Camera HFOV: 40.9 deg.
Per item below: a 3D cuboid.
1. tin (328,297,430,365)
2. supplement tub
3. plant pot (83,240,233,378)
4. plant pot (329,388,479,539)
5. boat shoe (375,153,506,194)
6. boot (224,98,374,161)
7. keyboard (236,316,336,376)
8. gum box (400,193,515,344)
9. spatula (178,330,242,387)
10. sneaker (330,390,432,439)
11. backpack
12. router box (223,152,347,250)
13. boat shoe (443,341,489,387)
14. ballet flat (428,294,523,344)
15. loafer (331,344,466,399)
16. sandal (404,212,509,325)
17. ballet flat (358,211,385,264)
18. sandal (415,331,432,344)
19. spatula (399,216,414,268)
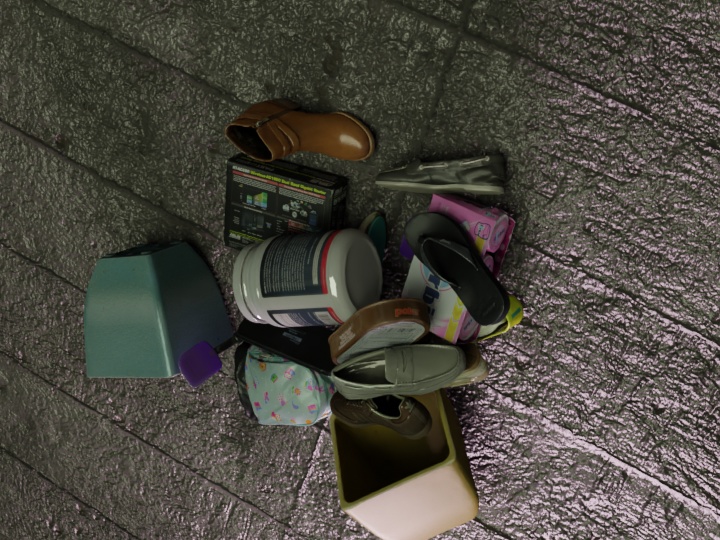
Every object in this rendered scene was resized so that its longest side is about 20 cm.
[{"bbox_3d":[0.025,0.094,1.406,0.200,0.110,0.043,135,135,-55],"label":"tin"},{"bbox_3d":[-0.079,0.014,1.456,0.197,0.140,0.142,-4,110,30],"label":"supplement tub"},{"bbox_3d":[-0.359,0.059,1.671,0.193,0.196,0.203,-4,101,28],"label":"plant pot"},{"bbox_3d":[0.086,0.318,1.531,0.193,0.196,0.201,-26,127,11],"label":"plant pot"},{"bbox_3d":[0.119,-0.145,1.420,0.197,0.067,0.058,5,87,21],"label":"boat shoe"},{"bbox_3d":[-0.091,-0.199,1.440,0.198,0.155,0.078,28,120,13],"label":"boot"},{"bbox_3d":[-0.098,0.095,1.590,0.198,0.128,0.021,21,149,23],"label":"keyboard"},{"bbox_3d":[0.140,-0.009,1.418,0.113,0.066,0.203,26,107,33],"label":"gum box"},{"bbox_3d":[-0.217,0.120,1.611,0.057,0.199,0.021,53,142,1],"label":"spatula"},{"bbox_3d":[0.022,0.200,1.481,0.198,0.071,0.076,5,142,41],"label":"sneaker"},{"bbox_3d":[-0.112,0.191,1.630,0.197,0.126,0.169,-2,111,31],"label":"backpack"},{"bbox_3d":[-0.123,-0.094,1.556,0.197,0.062,0.152,17,119,19],"label":"router box"},{"bbox_3d":[0.100,0.154,1.482,0.197,0.073,0.065,-10,144,27],"label":"boat shoe"},{"bbox_3d":[0.158,0.088,1.489,0.198,0.067,0.067,-21,105,32],"label":"ballet flat"},{"bbox_3d":[0.053,0.144,1.393,0.197,0.070,0.071,-16,61,15],"label":"loafer"},{"bbox_3d":[0.131,-0.010,1.344,0.200,0.043,0.077,48,118,27],"label":"sandal"},{"bbox_3d":[0.000,0.000,1.535,0.062,0.067,0.203,18,118,33],"label":"ballet flat"},{"bbox_3d":[0.041,0.102,1.537,0.075,0.043,0.199,27,152,-25],"label":"sandal"},{"bbox_3d":[0.080,0.016,1.524,0.056,0.020,0.203,25,123,30],"label":"spatula"}]
